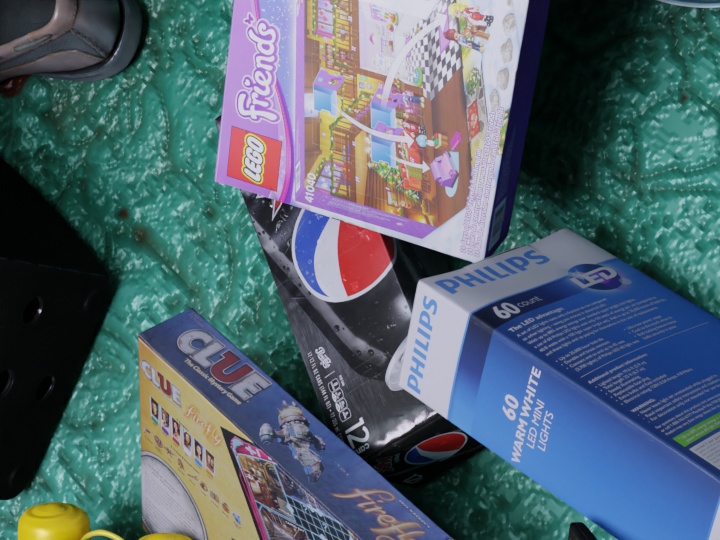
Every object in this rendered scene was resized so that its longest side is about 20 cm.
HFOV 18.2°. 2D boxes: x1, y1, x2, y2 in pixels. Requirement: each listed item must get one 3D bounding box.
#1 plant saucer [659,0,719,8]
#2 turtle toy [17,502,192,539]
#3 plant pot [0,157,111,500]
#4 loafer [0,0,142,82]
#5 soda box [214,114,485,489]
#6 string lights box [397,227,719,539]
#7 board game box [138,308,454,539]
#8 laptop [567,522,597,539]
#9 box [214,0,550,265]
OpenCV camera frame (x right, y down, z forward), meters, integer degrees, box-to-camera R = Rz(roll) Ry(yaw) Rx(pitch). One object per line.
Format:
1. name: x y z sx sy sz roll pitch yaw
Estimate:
1. plant saucer: 0.178 -0.215 1.032 0.199 0.027 0.201 -8 75 33
2. turtle toy: -0.127 0.203 1.090 0.199 0.101 0.147 10 106 37
3. plant pot: -0.254 0.022 1.199 0.177 0.199 0.201 26 95 25
4. loafer: -0.216 -0.138 1.273 0.199 0.063 0.072 -3 78 35
5. soda box: 0.000 0.000 1.085 0.063 0.071 0.201 -32 64 21
6. string lights box: 0.123 0.059 0.959 0.200 0.102 0.059 34 127 36
7. board game box: -0.033 0.126 1.058 0.200 0.035 0.136 40 142 34
8. laptop: 0.170 0.220 0.897 0.200 0.115 0.188 -127 33 -56
9. box: 0.013 -0.115 0.991 0.136 0.039 0.201 18 120 16
